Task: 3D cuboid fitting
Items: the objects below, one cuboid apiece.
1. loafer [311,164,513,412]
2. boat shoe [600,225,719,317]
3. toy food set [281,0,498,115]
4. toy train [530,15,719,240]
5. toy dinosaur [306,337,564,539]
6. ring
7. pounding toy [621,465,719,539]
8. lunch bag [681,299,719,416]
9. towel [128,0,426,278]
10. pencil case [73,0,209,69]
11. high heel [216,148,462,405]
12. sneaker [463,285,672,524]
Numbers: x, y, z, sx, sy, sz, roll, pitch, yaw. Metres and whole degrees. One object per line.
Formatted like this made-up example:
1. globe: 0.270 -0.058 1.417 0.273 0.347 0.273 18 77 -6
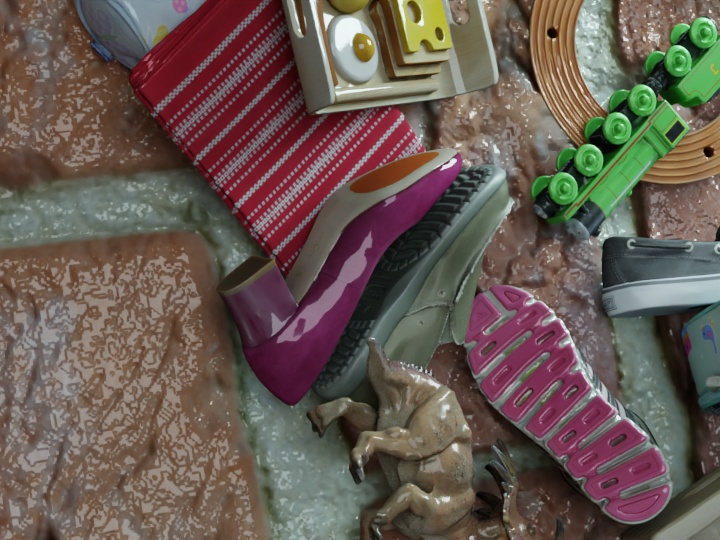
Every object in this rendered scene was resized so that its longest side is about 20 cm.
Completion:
1. loafer: 0.043 0.016 1.467 0.070 0.075 0.200 41 80 -27
2. boat shoe: 0.263 -0.009 1.527 0.199 0.070 0.067 -7 82 -8
3. toy food set: 0.018 -0.186 1.452 0.199 0.060 0.144 -12 88 -51
4. toy train: 0.196 -0.100 1.521 0.056 0.042 0.200 46 73 -13
5. toy dinosaur: 0.050 0.124 1.417 0.135 0.086 0.201 -20 102 -19
6. ring: 0.215 -0.159 1.566 0.199 0.019 0.202 3 79 -13
7. pounding toy: 0.314 0.203 1.473 0.199 0.142 0.185 -34 88 -7
8. lunch bag: 0.328 0.049 1.479 0.199 0.160 0.078 -6 80 -16
9. towel: -0.051 -0.100 1.449 0.145 0.022 0.200 -47 116 -19
10. pencil case: -0.103 -0.220 1.462 0.091 0.083 0.200 42 72 1
11. high heel: 0.000 0.000 1.443 0.199 0.067 0.096 -33 112 -15
12. sneaker: 0.142 0.097 1.472 0.074 0.087 0.200 -41 68 -1
